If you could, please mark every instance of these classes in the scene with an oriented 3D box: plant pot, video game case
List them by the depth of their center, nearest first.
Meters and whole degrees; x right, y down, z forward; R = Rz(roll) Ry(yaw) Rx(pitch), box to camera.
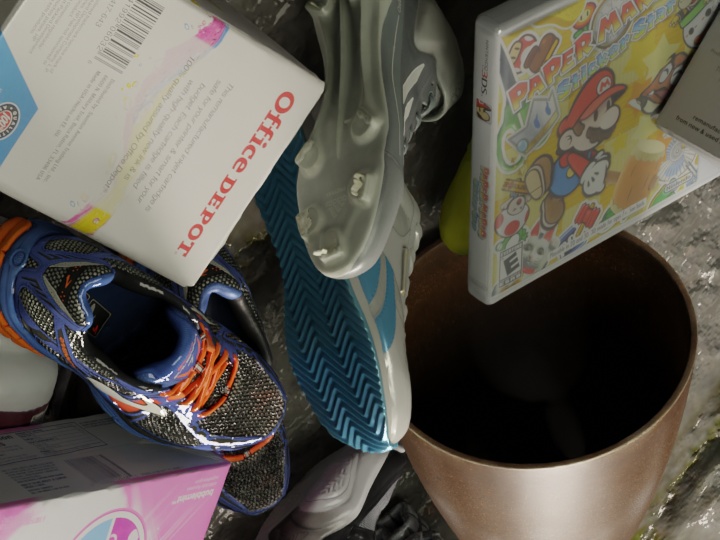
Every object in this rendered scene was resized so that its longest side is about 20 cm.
[{"bbox_3d":[0.139,-0.095,1.406,0.199,0.023,0.183,-28,135,-32],"label":"video game case"},{"bbox_3d":[0.109,0.101,1.497,0.186,0.187,0.201,-28,141,-15],"label":"plant pot"}]

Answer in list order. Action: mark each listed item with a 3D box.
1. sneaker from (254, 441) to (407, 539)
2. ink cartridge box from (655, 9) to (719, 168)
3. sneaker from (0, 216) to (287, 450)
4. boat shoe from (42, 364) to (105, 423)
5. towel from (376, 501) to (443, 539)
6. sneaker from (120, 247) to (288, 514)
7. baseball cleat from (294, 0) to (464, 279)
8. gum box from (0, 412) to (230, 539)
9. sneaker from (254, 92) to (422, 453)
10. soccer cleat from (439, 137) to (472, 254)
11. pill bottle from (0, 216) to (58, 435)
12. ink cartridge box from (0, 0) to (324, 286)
[{"bbox_3d":[-0.012,0.190,1.474,0.114,0.075,0.200,46,58,-11],"label":"sneaker"},{"bbox_3d":[0.280,-0.134,1.446,0.146,0.086,0.201,24,96,-52],"label":"ink cartridge box"},{"bbox_3d":[-0.104,0.043,1.260,0.200,0.078,0.076,31,80,-42],"label":"sneaker"},{"bbox_3d":[-0.150,0.094,1.393,0.072,0.065,0.201,-19,125,-23],"label":"boat shoe"},{"bbox_3d":[0.009,0.268,1.572,0.200,0.086,0.166,-43,128,-3],"label":"towel"},{"bbox_3d":[-0.081,0.063,1.398,0.075,0.078,0.201,-29,127,-14],"label":"sneaker"},{"bbox_3d":[0.017,-0.082,1.335,0.106,0.070,0.201,24,61,-43],"label":"baseball cleat"},{"bbox_3d":[-0.165,0.143,1.281,0.200,0.066,0.114,-5,120,-55],"label":"gum box"},{"bbox_3d":[0.000,0.000,1.382,0.081,0.076,0.201,-15,95,-41],"label":"sneaker"},{"bbox_3d":[0.098,-0.102,1.436,0.084,0.065,0.201,36,92,-36],"label":"soccer cleat"},{"bbox_3d":[-0.222,0.075,1.311,0.109,0.110,0.201,10,110,-34],"label":"pill bottle"},{"bbox_3d":[-0.129,-0.095,1.262,0.200,0.125,0.129,30,99,-39],"label":"ink cartridge box"}]
